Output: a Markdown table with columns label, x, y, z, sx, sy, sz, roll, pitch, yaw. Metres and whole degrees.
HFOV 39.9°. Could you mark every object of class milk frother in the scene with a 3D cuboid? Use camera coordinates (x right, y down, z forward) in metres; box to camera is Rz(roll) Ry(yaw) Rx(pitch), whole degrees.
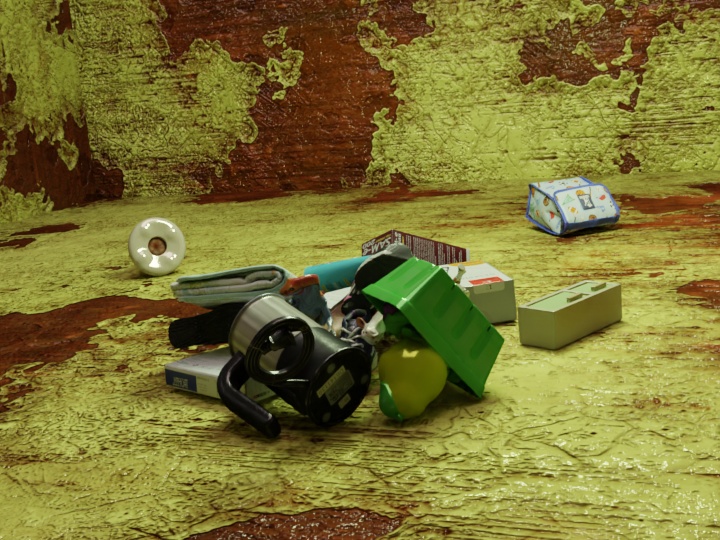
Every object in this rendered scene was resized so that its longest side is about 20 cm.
| label | x | y | z | sx | sy | sz | roll | pitch | yaw |
| --- | --- | --- | --- | --- | --- | --- | --- | --- | --- |
| milk frother | -0.111 | 0.099 | 1.346 | 0.179 | 0.203 | 0.187 | -29 | 40 | -32 |

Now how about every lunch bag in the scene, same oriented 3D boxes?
| label | x | y | z | sx | sy | sz | roll | pitch | yaw |
| --- | --- | --- | --- | --- | --- | --- | --- | --- | --- |
| lunch bag | 0.541 | -0.161 | 2.532 | 0.167 | 0.126 | 0.200 | -9 | 27 | -17 |

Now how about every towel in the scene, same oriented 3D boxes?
| label | x | y | z | sx | sy | sz | roll | pitch | yaw |
| --- | --- | --- | --- | --- | --- | --- | --- | --- | --- |
| towel | -0.193 | 0.029 | 1.633 | 0.196 | 0.049 | 0.171 | -4 | -8 | 11 |

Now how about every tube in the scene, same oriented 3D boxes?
| label | x | y | z | sx | sy | sz | roll | pitch | yaw |
| --- | --- | --- | --- | --- | --- | --- | --- | --- | --- |
| tube | 0.000 | 0.000 | 1.690 | 0.197 | 0.051 | 0.077 | -12 | -19 | 22 |

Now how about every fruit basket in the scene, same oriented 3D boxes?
| label | x | y | z | sx | sy | sz | roll | pitch | yaw |
| --- | --- | --- | --- | --- | --- | --- | --- | --- | --- |
| fruit basket | 0.081 | 0.114 | 1.391 | 0.212 | 0.220 | 0.155 | -10 | 14 | -22 |

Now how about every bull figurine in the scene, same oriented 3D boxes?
| label | x | y | z | sx | sy | sz | roll | pitch | yaw |
| --- | --- | --- | --- | --- | --- | --- | --- | --- | --- |
| bull figurine | 0.085 | 0.054 | 1.515 | 0.198 | 0.122 | 0.066 | -10 | 55 | -41 |

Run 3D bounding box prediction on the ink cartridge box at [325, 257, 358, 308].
| label | x | y | z | sx | sy | sz | roll | pitch | yaw |
| --- | --- | --- | --- | --- | --- | --- | --- | --- | --- |
| ink cartridge box | -0.003 | 0.062 | 1.826 | 0.197 | 0.044 | 0.200 | 6 | 48 | 51 |

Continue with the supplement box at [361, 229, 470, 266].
| label | x | y | z | sx | sy | sz | roll | pitch | yaw |
| --- | --- | --- | --- | --- | --- | --- | --- | --- | --- |
| supplement box | 0.111 | -0.020 | 1.973 | 0.197 | 0.062 | 0.108 | 13 | -22 | -33 |

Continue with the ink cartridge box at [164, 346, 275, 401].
| label | x | y | z | sx | sy | sz | roll | pitch | yaw |
| --- | --- | --- | --- | --- | --- | --- | --- | --- | --- |
| ink cartridge box | -0.173 | 0.156 | 1.572 | 0.194 | 0.044 | 0.198 | 5 | 12 | 42 |

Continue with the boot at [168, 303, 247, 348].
| label | x | y | z | sx | sy | sz | roll | pitch | yaw |
| --- | --- | --- | --- | --- | --- | --- | --- | --- | --- |
| boot | -0.219 | 0.090 | 1.694 | 0.197 | 0.069 | 0.130 | -7 | 0 | 21 |

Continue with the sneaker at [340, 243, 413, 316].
| label | x | y | z | sx | sy | sz | roll | pitch | yaw |
| --- | --- | --- | --- | --- | --- | --- | --- | --- | --- |
| sneaker | 0.027 | 0.004 | 1.591 | 0.200 | 0.080 | 0.087 | -46 | 18 | 52 |

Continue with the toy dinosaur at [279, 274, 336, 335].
| label | x | y | z | sx | sy | sz | roll | pitch | yaw |
| --- | --- | --- | --- | --- | --- | --- | --- | --- | --- |
| toy dinosaur | -0.092 | 0.045 | 1.551 | 0.103 | 0.183 | 0.202 | 3 | 45 | -7 |

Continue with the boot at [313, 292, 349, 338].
| label | x | y | z | sx | sy | sz | roll | pitch | yaw |
| --- | --- | --- | --- | --- | --- | --- | --- | --- | --- |
| boot | -0.019 | 0.055 | 1.738 | 0.199 | 0.067 | 0.174 | -40 | 38 | -20 |

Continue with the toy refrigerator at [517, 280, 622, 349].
| label | x | y | z | sx | sy | sz | roll | pitch | yaw |
| --- | --- | --- | --- | --- | --- | --- | --- | --- | --- |
| toy refrigerator | 0.353 | 0.068 | 1.662 | 0.198 | 0.071 | 0.075 | -16 | 15 | -41 |

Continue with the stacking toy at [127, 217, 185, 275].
| label | x | y | z | sx | sy | sz | roll | pitch | yaw |
| --- | --- | --- | --- | --- | --- | --- | --- | --- | --- |
| stacking toy | -0.535 | -0.047 | 2.561 | 0.144 | 0.149 | 0.200 | -10 | -6 | -20 |

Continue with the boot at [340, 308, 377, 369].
| label | x | y | z | sx | sy | sz | roll | pitch | yaw |
| --- | --- | --- | --- | --- | --- | --- | --- | --- | --- |
| boot | -0.017 | 0.125 | 1.520 | 0.071 | 0.092 | 0.200 | -4 | 12 | 8 |

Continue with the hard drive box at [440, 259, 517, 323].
| label | x | y | z | sx | sy | sz | roll | pitch | yaw |
| --- | --- | --- | --- | --- | --- | --- | --- | --- | --- |
| hard drive box | 0.185 | 0.044 | 1.837 | 0.153 | 0.078 | 0.200 | -8 | 13 | -9 |
